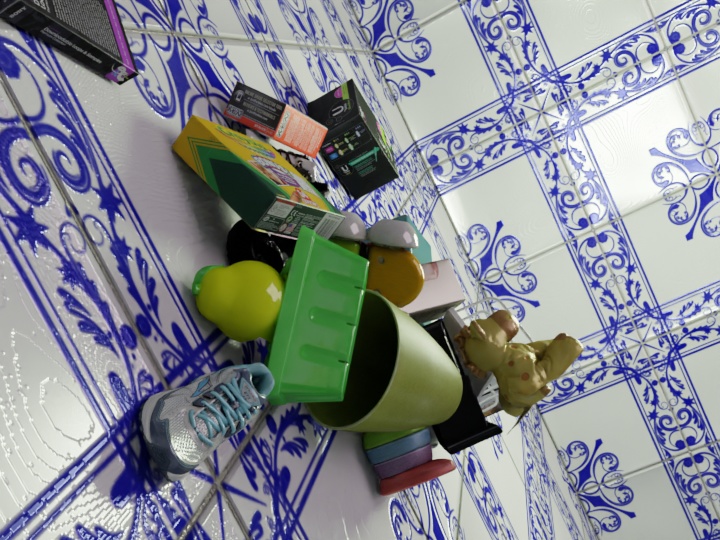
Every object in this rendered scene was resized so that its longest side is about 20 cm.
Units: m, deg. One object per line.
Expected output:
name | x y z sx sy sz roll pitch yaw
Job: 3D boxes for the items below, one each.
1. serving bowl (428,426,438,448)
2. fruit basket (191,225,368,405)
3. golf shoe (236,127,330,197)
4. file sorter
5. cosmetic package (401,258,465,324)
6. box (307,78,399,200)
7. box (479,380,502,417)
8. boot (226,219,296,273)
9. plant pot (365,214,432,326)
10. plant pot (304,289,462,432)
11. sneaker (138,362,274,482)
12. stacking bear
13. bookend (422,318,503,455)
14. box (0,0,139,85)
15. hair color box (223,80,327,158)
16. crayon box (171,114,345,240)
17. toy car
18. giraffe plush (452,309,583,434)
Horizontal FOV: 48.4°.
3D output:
serving bowl | 0.070 0.226 1.412 0.202 0.065 0.201 58 16 -27
fruit basket | -0.100 0.052 0.960 0.156 0.212 0.219 94 -24 -75
golf shoe | -0.123 -0.171 1.298 0.200 0.093 0.079 48 24 -46
file sorter | 0.213 0.166 1.481 0.139 0.123 0.202 53 -35 27
cosmetic package | 0.072 0.051 1.417 0.197 0.103 0.089 -11 71 -32
box | -0.016 -0.293 1.800 0.201 0.123 0.150 52 19 -40
box | 0.223 0.252 1.649 0.061 0.197 0.117 57 17 -26
boot | -0.121 -0.031 1.117 0.168 0.075 0.203 51 25 -53
plant pot | 0.067 0.028 1.589 0.141 0.139 0.203 45 32 -52
plant pot | 0.048 0.147 1.120 0.198 0.186 0.190 25 39 -41
sneaker | -0.142 0.131 0.775 0.079 0.085 0.200 63 15 -6
stacking bear | 0.050 0.231 1.238 0.121 0.112 0.203 -42 -115 62
bookend | 0.140 0.183 1.319 0.199 0.091 0.203 83 -16 -82
box | -0.333 -0.305 0.883 0.145 0.036 0.200 69 14 15
hair color box | -0.137 -0.248 1.342 0.100 0.062 0.200 27 5 16
crayon box | -0.133 -0.119 1.087 0.173 0.059 0.199 45 14 20
toy car | 0.000 0.000 1.267 0.150 0.196 0.179 -103 -158 -84
giraffe plush | 0.230 0.138 1.277 0.162 0.173 0.199 44 45 10
